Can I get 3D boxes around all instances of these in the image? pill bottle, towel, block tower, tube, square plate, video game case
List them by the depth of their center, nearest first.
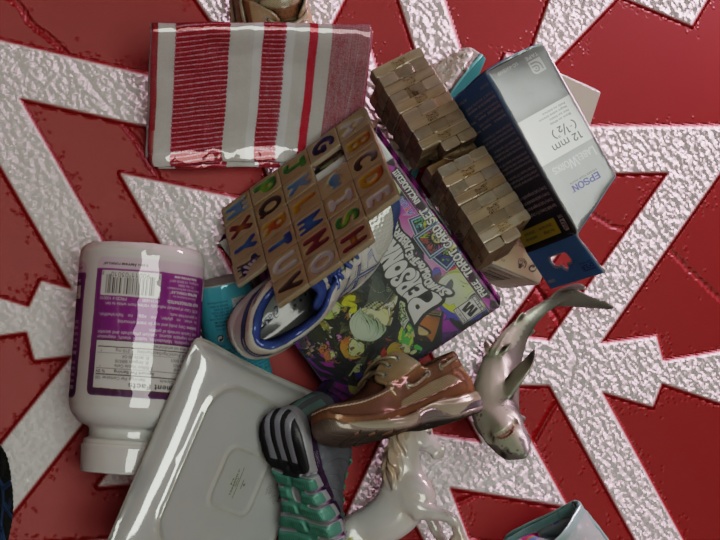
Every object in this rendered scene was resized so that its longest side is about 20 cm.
[{"bbox_3d":[-0.198,0.079,1.515,0.112,0.112,0.200,5,85,-19],"label":"pill bottle"},{"bbox_3d":[-0.115,0.181,1.523,0.198,0.028,0.200,30,80,-48],"label":"square plate"},{"bbox_3d":[-0.093,-0.157,1.563,0.200,0.023,0.144,-1,122,-12],"label":"towel"},{"bbox_3d":[0.080,-0.101,1.564,0.054,0.058,0.200,-28,78,-17],"label":"block tower"},{"bbox_3d":[-0.107,0.105,1.579,0.077,0.050,0.200,-14,100,-20],"label":"tube"},{"bbox_3d":[0.000,0.000,1.587,0.181,0.036,0.200,-34,99,12],"label":"video game case"}]

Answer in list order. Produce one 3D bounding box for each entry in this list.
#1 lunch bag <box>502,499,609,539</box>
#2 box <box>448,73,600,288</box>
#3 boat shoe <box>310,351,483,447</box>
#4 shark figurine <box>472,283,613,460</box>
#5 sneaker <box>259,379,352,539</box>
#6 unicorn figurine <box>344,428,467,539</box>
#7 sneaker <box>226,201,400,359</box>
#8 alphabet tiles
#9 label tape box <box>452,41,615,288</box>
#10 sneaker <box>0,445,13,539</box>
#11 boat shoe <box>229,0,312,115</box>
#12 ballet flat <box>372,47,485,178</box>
[{"bbox_3d":[0.175,0.335,1.625,0.200,0.122,0.170,-37,98,-12],"label":"lunch bag"},{"bbox_3d":[0.151,-0.090,1.657,0.078,0.095,0.200,22,81,-17],"label":"box"},{"bbox_3d":[0.026,0.111,1.531,0.200,0.076,0.072,-6,78,-50],"label":"boat shoe"},{"bbox_3d":[0.155,0.103,1.669,0.090,0.128,0.215,53,52,-35],"label":"shark figurine"},{"bbox_3d":[-0.028,0.200,1.552,0.088,0.074,0.200,-34,126,-42],"label":"sneaker"},{"bbox_3d":[0.039,0.226,1.595,0.200,0.074,0.137,-39,87,-4],"label":"unicorn figurine"},{"bbox_3d":[-0.030,0.004,1.505,0.075,0.088,0.200,42,82,-11],"label":"sneaker"},{"bbox_3d":[-0.046,-0.050,1.507,0.167,0.200,0.008,-35,122,11],"label":"alphabet tiles"},{"bbox_3d":[0.165,-0.090,1.535,0.066,0.143,0.200,-31,91,-13],"label":"label tape box"},{"bbox_3d":[-0.350,0.166,1.487,0.077,0.076,0.200,-10,90,3],"label":"sneaker"},{"bbox_3d":[-0.081,-0.235,1.583,0.076,0.072,0.200,-24,102,-18],"label":"boat shoe"},{"bbox_3d":[0.047,-0.140,1.641,0.072,0.072,0.200,33,76,-14],"label":"ballet flat"}]
